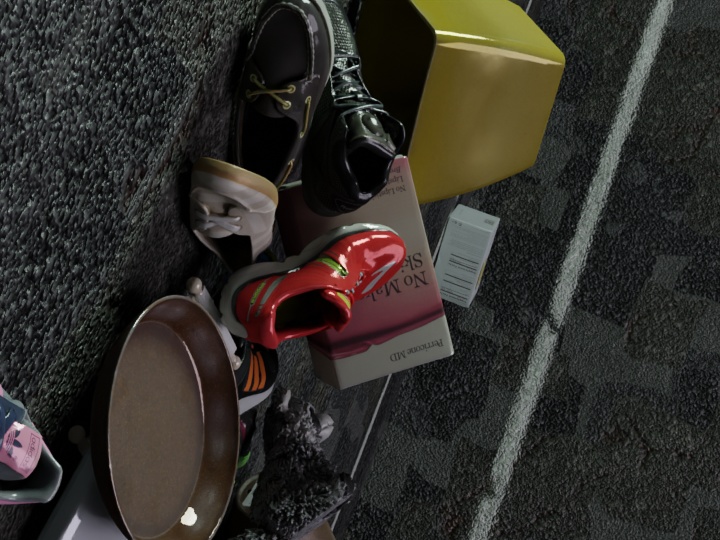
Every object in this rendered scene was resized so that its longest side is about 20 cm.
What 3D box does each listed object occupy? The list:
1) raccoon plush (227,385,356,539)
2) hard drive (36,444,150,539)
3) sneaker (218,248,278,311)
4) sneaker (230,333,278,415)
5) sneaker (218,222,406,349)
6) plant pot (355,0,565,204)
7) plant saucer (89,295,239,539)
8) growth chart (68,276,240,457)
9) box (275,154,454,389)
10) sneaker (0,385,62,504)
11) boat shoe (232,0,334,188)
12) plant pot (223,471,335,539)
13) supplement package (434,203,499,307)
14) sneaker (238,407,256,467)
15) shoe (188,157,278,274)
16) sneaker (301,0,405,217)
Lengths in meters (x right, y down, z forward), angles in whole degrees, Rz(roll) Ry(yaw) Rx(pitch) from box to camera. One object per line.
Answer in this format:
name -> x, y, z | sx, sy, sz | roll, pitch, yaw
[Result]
raccoon plush -> -0.094, 0.201, 1.224 | 0.199, 0.135, 0.097 | -23, 162, -46
hard drive -> -0.215, 0.245, 0.946 | 0.202, 0.026, 0.132 | -62, 149, -16
sneaker -> -0.091, 0.021, 1.262 | 0.200, 0.065, 0.080 | 48, 59, -79
sneaker -> -0.120, 0.083, 1.199 | 0.200, 0.069, 0.091 | -43, 154, -67
sneaker -> -0.028, 0.022, 1.099 | 0.198, 0.084, 0.078 | -25, 127, -33
plant pot -> 0.103, -0.203, 1.339 | 0.201, 0.174, 0.202 | -119, -147, -49
plant saucer -> -0.151, 0.121, 0.951 | 0.200, 0.034, 0.204 | -2, 90, -69
growth chart -> -0.160, 0.108, 1.025 | 0.201, 0.017, 0.146 | -58, 150, -38
box -> 0.000, 0.000, 1.228 | 0.109, 0.126, 0.203 | -172, -113, -76
sneaker -> -0.206, 0.072, 0.642 | 0.200, 0.081, 0.071 | 84, 28, -68
boat shoe -> -0.068, -0.145, 1.040 | 0.203, 0.071, 0.061 | 102, 8, -48
plant pot -> -0.106, 0.364, 1.600 | 0.188, 0.184, 0.203 | -58, 150, -51
supplement package -> 0.244, -0.035, 2.944 | 0.114, 0.108, 0.203 | -49, 156, -65
sneaker -> -0.146, 0.162, 1.236 | 0.200, 0.076, 0.085 | -87, -170, -87
shoe -> -0.104, -0.041, 1.039 | 0.200, 0.069, 0.054 | 81, 22, -75
sneaker -> -0.010, -0.154, 1.106 | 0.114, 0.075, 0.203 | -7, -95, 57
